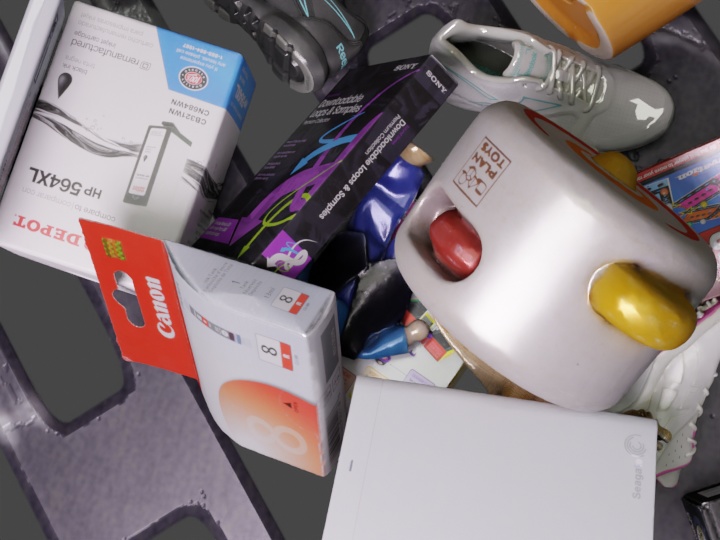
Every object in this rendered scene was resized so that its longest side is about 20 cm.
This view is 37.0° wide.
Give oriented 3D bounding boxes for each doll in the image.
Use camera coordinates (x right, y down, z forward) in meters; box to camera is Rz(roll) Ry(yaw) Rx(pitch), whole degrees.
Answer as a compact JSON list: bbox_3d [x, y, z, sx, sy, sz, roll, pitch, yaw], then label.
[{"bbox_3d":[0.000,0.000,0.801,0.136,0.048,0.201,33,93,12],"label":"doll"}]

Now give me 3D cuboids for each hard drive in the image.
[{"bbox_3d":[0.083,0.142,0.682,0.199,0.026,0.133,7,57,8],"label":"hard drive"}]

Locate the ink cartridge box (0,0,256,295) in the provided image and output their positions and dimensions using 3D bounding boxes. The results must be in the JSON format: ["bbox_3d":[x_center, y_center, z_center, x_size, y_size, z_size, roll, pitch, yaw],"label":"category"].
[{"bbox_3d":[-0.185,-0.089,0.856,0.145,0.084,0.201,17,84,2],"label":"ink cartridge box"}]

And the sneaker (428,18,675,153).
[{"bbox_3d":[0.144,-0.142,0.827,0.199,0.080,0.071,15,83,9],"label":"sneaker"}]

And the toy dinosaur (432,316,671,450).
[{"bbox_3d":[0.114,0.096,0.763,0.199,0.058,0.101,28,75,16],"label":"toy dinosaur"}]

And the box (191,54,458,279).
[{"bbox_3d":[-0.031,-0.075,0.796,0.036,0.143,0.200,47,75,-22],"label":"box"}]

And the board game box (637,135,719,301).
[{"bbox_3d":[0.215,-0.022,0.767,0.199,0.019,0.103,-24,95,27],"label":"board game box"}]

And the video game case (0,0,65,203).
[{"bbox_3d":[-0.271,-0.107,0.833,0.023,0.182,0.201,19,85,-13],"label":"video game case"}]

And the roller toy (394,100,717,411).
[{"bbox_3d":[0.126,-0.015,0.687,0.182,0.200,0.140,38,107,8],"label":"roller toy"}]

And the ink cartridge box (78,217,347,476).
[{"bbox_3d":[-0.109,0.055,0.757,0.199,0.163,0.050,14,49,16],"label":"ink cartridge box"}]

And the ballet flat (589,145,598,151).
[{"bbox_3d":[0.178,-0.058,0.828,0.200,0.068,0.062,42,60,8],"label":"ballet flat"}]

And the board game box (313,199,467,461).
[{"bbox_3d":[0.013,0.045,0.838,0.153,0.040,0.201,34,88,11],"label":"board game box"}]

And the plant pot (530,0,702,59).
[{"bbox_3d":[0.205,-0.261,0.776,0.183,0.200,0.200,-45,79,4],"label":"plant pot"}]

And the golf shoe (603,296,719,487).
[{"bbox_3d":[0.221,0.101,0.791,0.092,0.075,0.200,45,98,3],"label":"golf shoe"}]

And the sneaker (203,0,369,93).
[{"bbox_3d":[-0.077,-0.233,0.885,0.079,0.075,0.200,-38,79,-19],"label":"sneaker"}]

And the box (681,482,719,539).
[{"bbox_3d":[0.349,0.208,0.744,0.199,0.086,0.165,-18,81,5],"label":"box"}]
